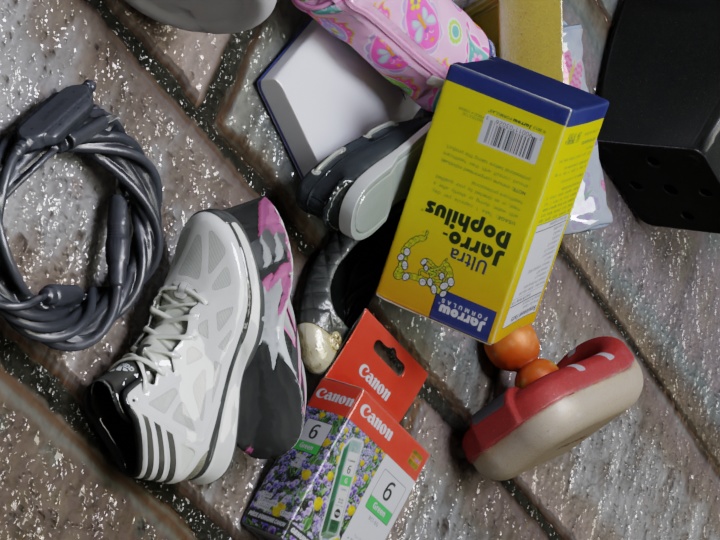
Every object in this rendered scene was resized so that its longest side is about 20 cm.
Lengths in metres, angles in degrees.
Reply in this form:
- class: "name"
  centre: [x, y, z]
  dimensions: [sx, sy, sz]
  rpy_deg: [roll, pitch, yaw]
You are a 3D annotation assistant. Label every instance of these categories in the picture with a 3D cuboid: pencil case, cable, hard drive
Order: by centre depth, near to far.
- class: "cable"
  centre: [-0.207, -0.026, 1.476]
  dimensions: [0.200, 0.051, 0.164]
  rpy_deg: [-54, 133, -47]
- class: "pencil case"
  centre: [0.028, -0.201, 1.734]
  dimensions: [0.200, 0.087, 0.088]
  rpy_deg: [36, 59, -47]
- class: "hard drive"
  centre: [-0.006, -0.157, 1.779]
  dimensions: [0.200, 0.025, 0.132]
  rpy_deg: [-54, 129, -42]
- class: "pencil case"
  centre: [0.180, -0.129, 1.984]
  dimensions: [0.090, 0.083, 0.201]
  rpy_deg: [-18, 101, -40]

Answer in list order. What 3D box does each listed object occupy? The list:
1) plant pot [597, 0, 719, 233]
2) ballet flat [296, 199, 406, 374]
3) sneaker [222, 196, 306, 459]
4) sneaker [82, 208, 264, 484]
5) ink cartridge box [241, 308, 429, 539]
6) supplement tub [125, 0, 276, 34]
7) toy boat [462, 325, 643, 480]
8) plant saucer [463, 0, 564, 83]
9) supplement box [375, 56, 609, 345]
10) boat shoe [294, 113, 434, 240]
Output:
- class: "plant pot"
  centre: [0.344, -0.148, 2.141]
  dimensions: [0.178, 0.199, 0.200]
  rpy_deg: [-57, 132, -22]
- class: "ballet flat"
  centre: [0.000, 0.000, 1.744]
  dimensions: [0.067, 0.057, 0.201]
  rpy_deg: [57, 46, -39]
- class: "sneaker"
  centre: [-0.082, 0.048, 1.628]
  dimensions: [0.086, 0.080, 0.201]
  rpy_deg: [69, 17, -77]
- class: "sneaker"
  centre: [-0.134, 0.054, 1.529]
  dimensions: [0.115, 0.075, 0.202]
  rpy_deg: [4, 92, -55]
- class: "ink cartridge box"
  centre: [-0.002, 0.144, 1.699]
  dimensions: [0.109, 0.050, 0.201]
  rpy_deg: [46, 66, -42]
- class: "supplement tub"
  centre: [-0.103, -0.287, 1.567]
  dimensions: [0.132, 0.131, 0.201]
  rpy_deg: [39, 55, -45]
- class: "toy boat"
  centre: [0.159, 0.097, 1.927]
  dimensions: [0.200, 0.130, 0.131]
  rpy_deg: [-16, 71, -54]
- class: "plant saucer"
  centre: [0.121, -0.157, 1.859]
  dimensions: [0.048, 0.200, 0.201]
  rpy_deg: [-1, 86, -14]
- class: "supplement box"
  centre: [0.106, -0.058, 1.728]
  dimensions: [0.109, 0.109, 0.201]
  rpy_deg: [-19, 129, -67]
- class: "boat shoe"
  centre: [0.020, -0.089, 1.732]
  dimensions: [0.200, 0.060, 0.076]
  rpy_deg: [-32, 140, -54]
